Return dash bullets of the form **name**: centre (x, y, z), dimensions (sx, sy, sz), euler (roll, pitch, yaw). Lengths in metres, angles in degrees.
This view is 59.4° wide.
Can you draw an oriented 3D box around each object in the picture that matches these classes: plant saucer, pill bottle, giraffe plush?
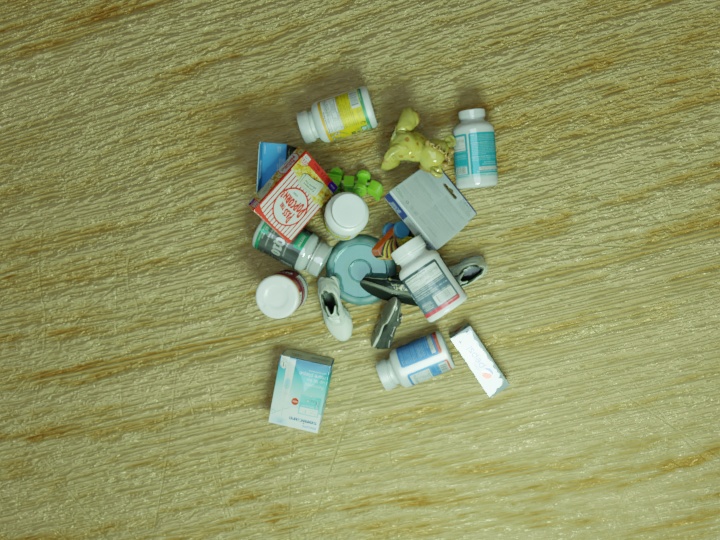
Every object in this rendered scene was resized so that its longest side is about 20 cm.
- **plant saucer**: centre (0.000, 0.000, 1.764), dimensions (0.200, 0.027, 0.200), euler (1, 95, 6)
- **pill bottle**: centre (0.300, -0.318, 1.660), dimensions (0.111, 0.111, 0.200), euler (-4, 96, 6)
- **giraffe plush**: centre (0.156, -0.315, 1.633), dimensions (0.162, 0.200, 0.173), euler (22, 99, -1)
- **pill bottle**: centre (0.148, 0.252, 1.731), dimensions (0.200, 0.112, 0.112), euler (-23, 93, 7)
- **pill bottle**: centre (0.168, 0.018, 1.597), dimensions (0.120, 0.120, 0.200), euler (-34, 85, 8)
- **pill bottle**: centre (-0.063, -0.409, 1.686), dimensions (0.200, 0.113, 0.113), euler (-16, 94, 7)
- **pill bottle**: centre (-0.204, 0.058, 1.703), dimensions (0.114, 0.200, 0.114), euler (0, 95, 5)
- **pill bottle**: centre (-0.186, -0.070, 1.732), dimensions (0.200, 0.113, 0.113), euler (27, 98, 2)
- **pill bottle**: centre (-0.038, -0.143, 1.650), dimensions (0.113, 0.200, 0.113), euler (0, 88, -5)

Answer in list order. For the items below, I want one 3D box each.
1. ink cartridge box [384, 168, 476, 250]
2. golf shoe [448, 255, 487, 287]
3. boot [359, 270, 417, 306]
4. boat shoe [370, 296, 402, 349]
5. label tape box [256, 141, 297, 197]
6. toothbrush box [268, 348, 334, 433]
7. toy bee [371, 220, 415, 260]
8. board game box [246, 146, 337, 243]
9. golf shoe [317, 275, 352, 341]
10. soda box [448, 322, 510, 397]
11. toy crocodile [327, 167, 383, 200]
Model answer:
- **ink cartridge box**: centre (0.189, -0.172, 1.685), dimensions (0.200, 0.041, 0.200), euler (-38, 90, -35)
- **golf shoe**: centre (0.249, 0.022, 1.707), dimensions (0.200, 0.097, 0.078), euler (-30, 94, 9)
- **boot**: centre (0.113, 0.008, 1.717), dimensions (0.203, 0.073, 0.154), euler (13, 67, 15)
- **boat shoe**: centre (0.084, 0.144, 1.720), dimensions (0.057, 0.067, 0.200), euler (13, 134, -12)
- **label tape box**: centre (-0.216, -0.260, 1.671), dimensions (0.066, 0.200, 0.143), euler (4, 96, 7)
- **toothbrush box**: centre (-0.166, 0.339, 1.786), dimensions (0.146, 0.085, 0.200), euler (13, 98, 4)
- **toy bee**: centre (0.121, -0.094, 1.704), dimensions (0.109, 0.131, 0.200), euler (42, 87, -24)
- **board game box**: centre (-0.172, -0.191, 1.620), dimensions (0.200, 0.046, 0.152), euler (-50, 134, -5)
- **golf shoe**: centre (-0.076, 0.118, 1.730), dimensions (0.078, 0.097, 0.200), euler (-15, 111, 9)
- **soda box**: centre (0.325, 0.245, 1.737), dimensions (0.068, 0.063, 0.200), euler (-34, 92, 7)
- **toy crocodile**: centre (-0.036, -0.235, 1.731), dimensions (0.200, 0.062, 0.068), euler (7, 57, 7)
